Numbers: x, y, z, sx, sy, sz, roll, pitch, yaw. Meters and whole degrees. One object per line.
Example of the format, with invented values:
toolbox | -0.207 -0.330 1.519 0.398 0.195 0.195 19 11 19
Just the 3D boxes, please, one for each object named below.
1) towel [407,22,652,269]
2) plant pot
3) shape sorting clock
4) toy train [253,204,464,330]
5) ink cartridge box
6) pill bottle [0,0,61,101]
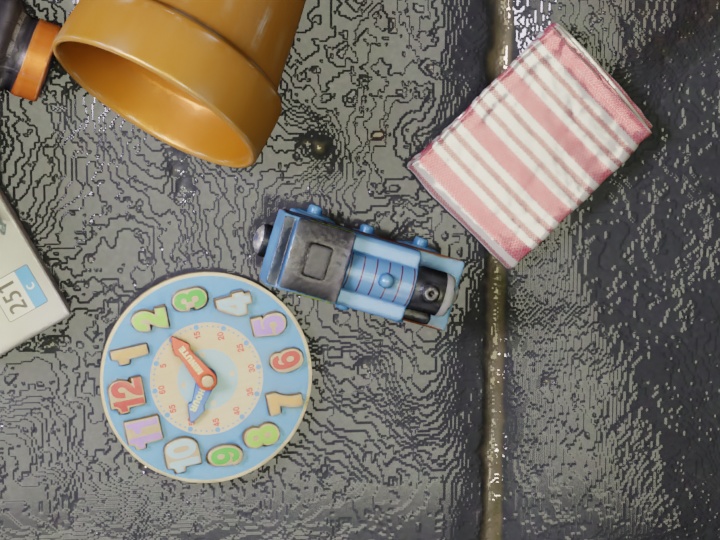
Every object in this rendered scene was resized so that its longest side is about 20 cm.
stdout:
towel | 0.162 -0.117 1.588 0.200 0.030 0.146 -44 101 2
plant pot | -0.135 -0.219 1.457 0.200 0.200 0.183 31 77 -11
shape sorting clock | -0.143 0.101 1.564 0.200 0.039 0.200 -1 98 -8
toy train | 0.000 0.000 1.533 0.200 0.114 0.087 17 95 -10
ink cartridge box | -0.387 -0.003 1.512 0.176 0.045 0.200 -30 100 -5
pill bottle | -0.365 -0.213 1.457 0.200 0.106 0.106 19 94 -11
